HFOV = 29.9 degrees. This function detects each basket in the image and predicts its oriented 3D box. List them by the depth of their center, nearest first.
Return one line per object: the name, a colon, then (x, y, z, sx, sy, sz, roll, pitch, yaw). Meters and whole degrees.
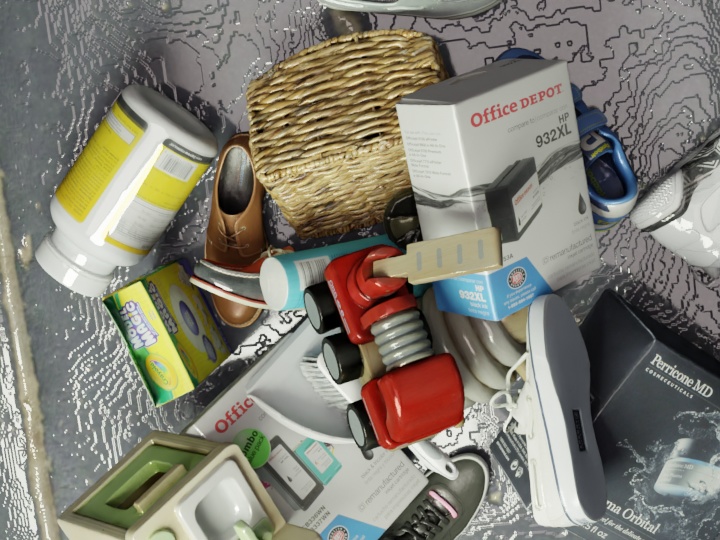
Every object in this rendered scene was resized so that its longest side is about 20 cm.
basket: (0.000, -0.137, 1.331, 0.199, 0.149, 0.143, -15, 63, 10)

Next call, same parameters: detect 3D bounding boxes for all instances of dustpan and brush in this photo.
dustpan and brush: (0.009, 0.130, 1.263, 0.200, 0.140, 0.057, 45, 146, -3)

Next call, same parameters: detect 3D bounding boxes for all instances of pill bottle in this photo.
pill bottle: (-0.239, -0.077, 1.349, 0.112, 0.112, 0.200, 37, 102, 1)

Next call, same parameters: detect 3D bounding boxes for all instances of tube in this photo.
tube: (0.000, 0.000, 1.308, 0.199, 0.050, 0.078, -8, 111, -34)

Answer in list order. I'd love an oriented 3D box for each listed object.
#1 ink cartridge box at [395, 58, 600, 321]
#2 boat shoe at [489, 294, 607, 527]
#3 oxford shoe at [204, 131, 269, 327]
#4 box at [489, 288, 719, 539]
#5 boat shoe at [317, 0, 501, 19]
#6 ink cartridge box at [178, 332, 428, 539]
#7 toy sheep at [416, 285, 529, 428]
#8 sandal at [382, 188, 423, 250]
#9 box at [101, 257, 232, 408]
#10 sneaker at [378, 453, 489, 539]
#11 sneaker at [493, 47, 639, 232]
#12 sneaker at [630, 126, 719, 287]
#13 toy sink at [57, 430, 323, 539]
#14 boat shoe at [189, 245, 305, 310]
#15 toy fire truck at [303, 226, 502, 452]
ink cartridge box: (0.127, -0.076, 1.216, 0.145, 0.084, 0.201, -24, 111, -32)
boat shoe: (0.157, 0.126, 1.188, 0.086, 0.074, 0.203, -18, 75, 37)
oxford shoe: (-0.128, -0.037, 1.361, 0.071, 0.071, 0.201, 2, 101, 6)
box: (0.266, 0.160, 1.275, 0.196, 0.117, 0.200, 30, 103, -23)
boat shoe: (0.046, -0.277, 1.297, 0.200, 0.072, 0.070, 0, 99, 8)
ink cartridge box: (-0.071, 0.195, 1.321, 0.200, 0.146, 0.147, 47, 59, -1)
toy sheep: (0.095, 0.076, 1.318, 0.199, 0.138, 0.138, -30, 93, 17)
sandal: (0.119, -0.048, 1.324, 0.200, 0.057, 0.080, 10, 99, -10)
box: (-0.188, 0.058, 1.317, 0.048, 0.200, 0.118, -25, 95, 11)
sneaker: (0.056, 0.272, 1.365, 0.071, 0.099, 0.200, 44, 101, 2)
sneaker: (0.200, -0.131, 1.283, 0.074, 0.082, 0.200, -37, 91, -10)
sneaker: (0.365, -0.078, 1.282, 0.200, 0.075, 0.115, -42, 91, 17)
toy sink: (-0.153, 0.227, 1.191, 0.130, 0.200, 0.112, -42, 116, -30)
boat shoe: (-0.070, 0.007, 1.330, 0.199, 0.071, 0.063, 10, 102, -23)
toy fire truck: (0.050, 0.049, 1.167, 0.128, 0.200, 0.177, -17, 78, -17)
